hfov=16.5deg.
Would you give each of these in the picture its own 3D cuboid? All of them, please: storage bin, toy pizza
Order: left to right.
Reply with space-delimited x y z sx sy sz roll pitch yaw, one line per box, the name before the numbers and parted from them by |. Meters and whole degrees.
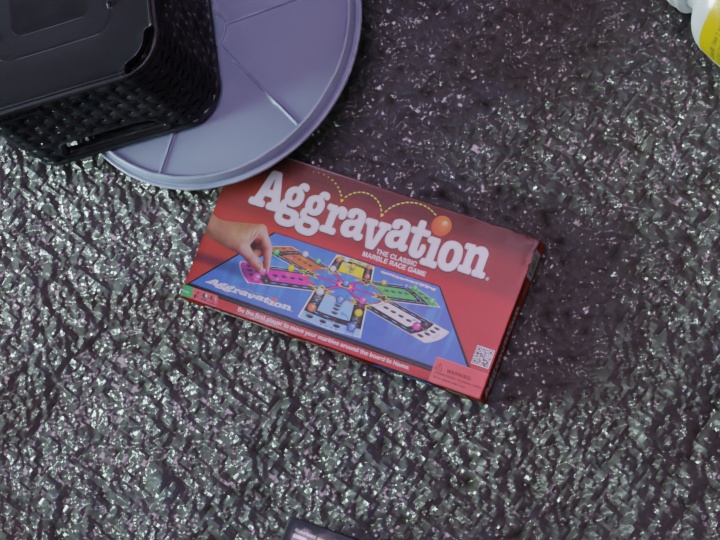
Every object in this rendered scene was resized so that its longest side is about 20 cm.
storage bin | -0.173 -0.181 1.515 0.135 0.094 0.201 -15 68 18
toy pizza | -0.089 -0.143 1.539 0.200 0.032 0.201 -7 72 20

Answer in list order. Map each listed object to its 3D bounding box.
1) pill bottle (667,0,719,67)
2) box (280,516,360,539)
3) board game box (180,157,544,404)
pill bottle | 0.260 -0.140 1.410 0.114 0.114 0.200 -45 71 0
box | 0.024 0.247 1.409 0.200 0.049 0.162 17 83 18
board game box | 0.000 0.000 1.493 0.200 0.019 0.103 18 80 18
